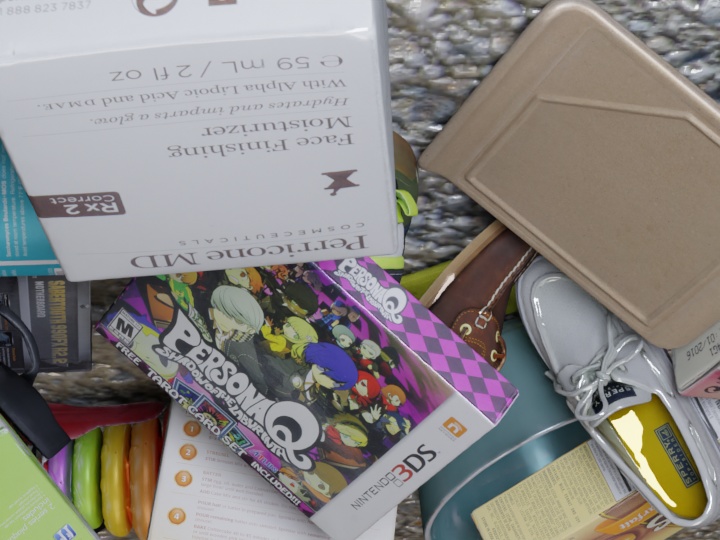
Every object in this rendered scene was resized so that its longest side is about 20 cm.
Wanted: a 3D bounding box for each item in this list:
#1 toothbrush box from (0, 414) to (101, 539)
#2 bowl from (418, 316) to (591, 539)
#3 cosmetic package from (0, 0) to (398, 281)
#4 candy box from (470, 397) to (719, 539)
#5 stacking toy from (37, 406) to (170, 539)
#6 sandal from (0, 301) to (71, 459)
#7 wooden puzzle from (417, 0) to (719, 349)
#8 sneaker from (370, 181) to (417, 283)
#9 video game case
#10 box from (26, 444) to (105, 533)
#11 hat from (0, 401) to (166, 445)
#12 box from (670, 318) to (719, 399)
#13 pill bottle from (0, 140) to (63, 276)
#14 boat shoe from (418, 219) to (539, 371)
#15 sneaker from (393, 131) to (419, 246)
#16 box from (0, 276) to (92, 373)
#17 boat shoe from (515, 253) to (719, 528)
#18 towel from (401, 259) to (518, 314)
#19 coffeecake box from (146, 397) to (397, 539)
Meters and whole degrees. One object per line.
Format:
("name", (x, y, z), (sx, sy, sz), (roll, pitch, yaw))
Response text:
("toothbrush box", (-0.221, 0.149, 1.206), (0.086, 0.146, 0.200), (-38, 128, -11))
("bowl", (0.117, 0.104, 1.394), (0.200, 0.105, 0.201), (-19, 153, -10))
("cosmetic package", (-0.071, -0.114, 0.889), (0.164, 0.166, 0.200), (-5, 154, 3))
("candy box", (0.188, 0.144, 1.348), (0.200, 0.055, 0.115), (-35, 152, 16))
("stacking toy", (-0.195, 0.151, 1.469), (0.199, 0.117, 0.110), (0, 154, -1))
("sandal", (-0.220, 0.048, 1.210), (0.043, 0.076, 0.200), (-43, 154, -11))
("wooden puzzle", (0.151, -0.053, 1.124), (0.200, 0.037, 0.185), (35, 145, -5))
("sneaker", (-0.052, -0.039, 1.151), (0.199, 0.083, 0.072), (13, -170, 29))
("video game case", (-0.036, 0.049, 1.112), (0.200, 0.036, 0.181), (42, 139, -3))
("box", (-0.298, 0.175, 1.570), (0.199, 0.050, 0.160), (14, 146, -32))
("hat", (-0.260, 0.079, 1.367), (0.200, 0.166, 0.176), (35, 102, -12))
("box", (0.298, 0.010, 1.239), (0.199, 0.128, 0.109), (7, 151, -21))
("pill bottle", (-0.208, -0.051, 1.056), (0.199, 0.111, 0.111), (-1, 154, -7))
("boat shoe", (0.052, 0.051, 1.224), (0.070, 0.200, 0.070), (38, 162, 14))
("sneaker", (0.000, 0.000, 1.214), (0.067, 0.090, 0.200), (1, 153, -6))
("box", (-0.244, 0.003, 1.229), (0.158, 0.049, 0.200), (-2, 153, -8))
("boat shoe", (0.157, 0.075, 1.240), (0.074, 0.202, 0.086), (-33, 172, 16))
("towel", (0.056, 0.021, 1.349), (0.199, 0.018, 0.086), (-20, 151, 27))
("coffeecake box", (-0.052, 0.120, 1.298), (0.153, 0.201, 0.073), (11, 151, -5))
